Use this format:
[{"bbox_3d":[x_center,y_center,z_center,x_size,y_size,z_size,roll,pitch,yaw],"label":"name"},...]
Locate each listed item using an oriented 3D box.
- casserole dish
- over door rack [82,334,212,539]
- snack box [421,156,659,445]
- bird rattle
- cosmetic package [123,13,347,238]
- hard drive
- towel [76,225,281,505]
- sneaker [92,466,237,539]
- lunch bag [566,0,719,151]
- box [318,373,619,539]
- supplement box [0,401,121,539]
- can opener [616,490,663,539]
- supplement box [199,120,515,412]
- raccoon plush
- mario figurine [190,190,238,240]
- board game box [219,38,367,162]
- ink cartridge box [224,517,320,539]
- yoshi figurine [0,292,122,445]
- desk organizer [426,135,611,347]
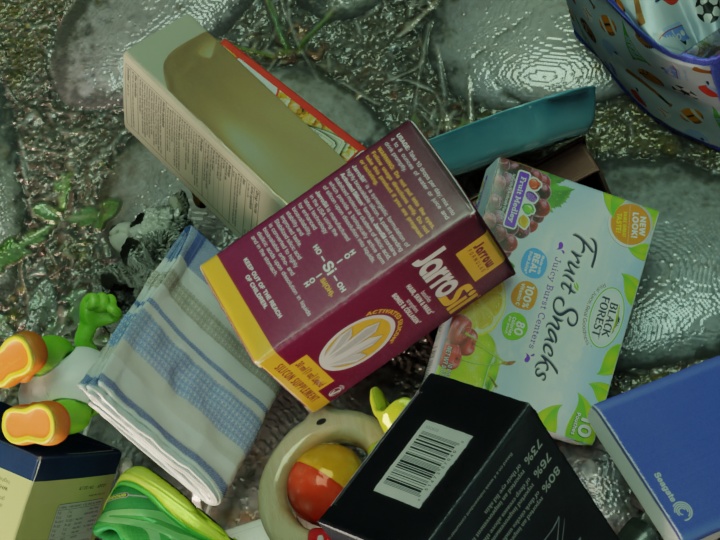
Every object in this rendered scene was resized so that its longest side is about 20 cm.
[{"bbox_3d":[0.116,-0.110,1.540,0.200,0.121,0.039,-17,91,48],"label":"casserole dish"},{"bbox_3d":[-0.180,0.148,1.528,0.147,0.067,0.200,13,68,18],"label":"over door rack"},{"bbox_3d":[0.145,0.026,1.470,0.142,0.053,0.201,18,81,-7],"label":"snack box"},{"bbox_3d":[-0.007,0.186,1.420,0.163,0.113,0.200,25,85,36],"label":"bird rattle"},{"bbox_3d":[-0.104,-0.103,1.476,0.071,0.105,0.200,-36,69,-26],"label":"cosmetic package"},{"bbox_3d":[0.295,0.128,1.410,0.200,0.025,0.132,-19,59,-21],"label":"hard drive"},{"bbox_3d":[-0.126,0.072,1.433,0.024,0.147,0.200,-31,22,42],"label":"towel"},{"bbox_3d":[-0.131,0.234,1.410,0.200,0.074,0.084,35,81,35],"label":"sneaker"},{"bbox_3d":[0.266,-0.210,1.546,0.124,0.170,0.200,-33,60,1],"label":"lunch bag"},{"bbox_3d":[0.088,0.199,1.325,0.104,0.200,0.148,15,57,46],"label":"box"},{"bbox_3d":[-0.331,0.208,1.457,0.200,0.134,0.200,19,93,21],"label":"supplement box"},{"bbox_3d":[0.215,0.216,1.419,0.200,0.053,0.066,-50,30,-15],"label":"can opener"},{"bbox_3d":[0.000,0.000,1.393,0.200,0.131,0.103,-35,61,4],"label":"supplement box"},{"bbox_3d":[-0.139,0.021,1.572,0.200,0.097,0.134,39,36,0],"label":"raccoon plush"},{"bbox_3d":[-0.074,-0.005,1.548,0.200,0.123,0.106,44,118,8],"label":"mario figurine"},{"bbox_3d":[-0.048,-0.095,1.571,0.200,0.152,0.046,39,77,26],"label":"board game box"},{"bbox_3d":[-0.042,0.261,1.445,0.199,0.048,0.146,-19,62,0],"label":"ink cartridge box"},{"bbox_3d":[-0.191,0.083,1.431,0.112,0.200,0.113,31,107,27],"label":"yoshi figurine"},{"bbox_3d":[0.124,-0.023,1.541,0.200,0.072,0.077,-29,63,-2],"label":"desk organizer"}]
